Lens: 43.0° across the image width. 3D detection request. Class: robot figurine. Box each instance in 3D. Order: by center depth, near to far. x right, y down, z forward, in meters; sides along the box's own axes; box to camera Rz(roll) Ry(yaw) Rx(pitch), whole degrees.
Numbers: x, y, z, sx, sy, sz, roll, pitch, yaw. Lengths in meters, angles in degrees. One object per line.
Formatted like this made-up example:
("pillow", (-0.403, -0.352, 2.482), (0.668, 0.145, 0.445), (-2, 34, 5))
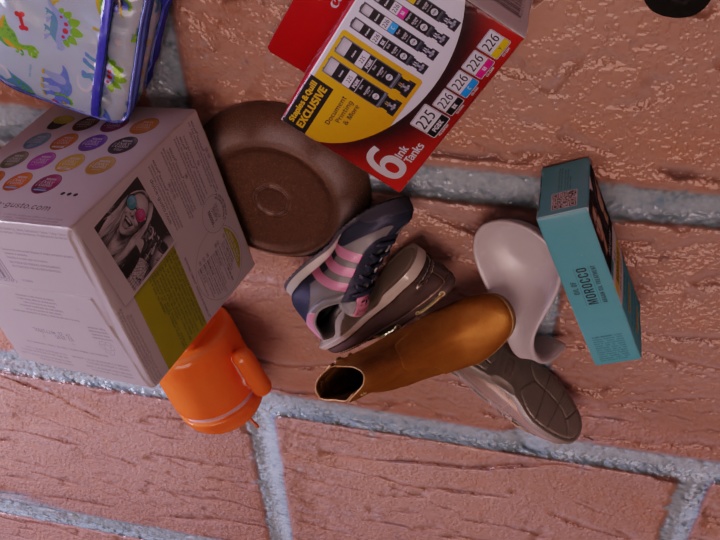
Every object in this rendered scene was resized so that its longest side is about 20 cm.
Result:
("robot figurine", (-0.192, 0.120, 1.127), (0.144, 0.117, 0.200), (-22, 125, 0))

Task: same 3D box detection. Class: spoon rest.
("spoon rest", (0.173, 0.028, 0.956), (0.099, 0.061, 0.200), (11, 139, 36))

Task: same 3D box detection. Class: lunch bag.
("lunch bag", (-0.258, -0.242, 0.841), (0.160, 0.083, 0.200), (21, 135, -6))

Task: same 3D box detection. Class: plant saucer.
("plant saucer", (-0.089, -0.083, 0.963), (0.200, 0.037, 0.201), (9, 132, 10))

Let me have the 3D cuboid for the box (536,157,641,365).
("box", (0.229, -0.005, 0.902), (0.049, 0.082, 0.200), (-12, 127, 25))

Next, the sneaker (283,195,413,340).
("sneaker", (0.000, 0.000, 0.965), (0.200, 0.070, 0.082), (-43, 68, 42))

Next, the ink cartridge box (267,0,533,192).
("ink cartridge box", (0.019, -0.195, 0.792), (0.175, 0.084, 0.200), (30, 134, -10))

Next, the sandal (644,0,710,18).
("sandal", (0.261, -0.272, 0.672), (0.075, 0.045, 0.200), (12, 134, 7))

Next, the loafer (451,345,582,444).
("loafer", (0.170, 0.133, 1.066), (0.200, 0.072, 0.063), (40, 148, -11))

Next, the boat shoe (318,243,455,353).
("boat shoe", (0.025, 0.044, 1.021), (0.059, 0.072, 0.200), (31, 133, -19))

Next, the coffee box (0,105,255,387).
("coffee box", (-0.260, -0.033, 0.927), (0.199, 0.198, 0.200), (8, 134, 29))

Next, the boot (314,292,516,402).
("boot", (0.054, 0.090, 0.960), (0.201, 0.144, 0.071), (-31, 80, 42))
